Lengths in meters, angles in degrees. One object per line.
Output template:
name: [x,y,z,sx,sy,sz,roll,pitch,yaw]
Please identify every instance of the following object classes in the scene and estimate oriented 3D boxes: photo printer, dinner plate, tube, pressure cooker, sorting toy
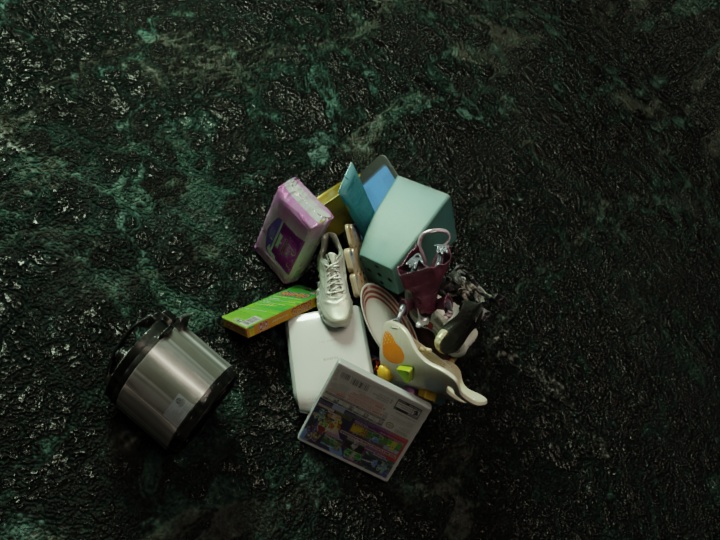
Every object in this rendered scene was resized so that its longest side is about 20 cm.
photo printer: [-0.059,0.179,1.307,0.161,0.070,0.205,-8,59,-4]
dinner plate: [0.058,0.120,1.367,0.200,0.024,0.203,44,26,-26]
tube: [0.000,-0.132,1.426,0.049,0.202,0.079,4,57,24]
pressure cooker: [-0.327,0.178,1.121,0.198,0.179,0.177,38,51,1]
sorting toy: [0.141,0.199,1.232,0.199,0.177,0.109,37,76,-40]

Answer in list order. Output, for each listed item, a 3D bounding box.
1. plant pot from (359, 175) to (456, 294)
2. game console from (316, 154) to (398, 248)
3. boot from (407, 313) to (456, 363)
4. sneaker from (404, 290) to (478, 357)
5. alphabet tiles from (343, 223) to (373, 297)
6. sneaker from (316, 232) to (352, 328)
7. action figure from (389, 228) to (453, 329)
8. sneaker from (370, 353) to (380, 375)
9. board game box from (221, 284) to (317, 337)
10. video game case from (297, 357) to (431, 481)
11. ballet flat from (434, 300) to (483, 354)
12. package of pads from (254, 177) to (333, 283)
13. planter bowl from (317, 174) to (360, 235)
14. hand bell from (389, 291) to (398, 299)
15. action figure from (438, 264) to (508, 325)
plant pot: [0.093,-0.065,1.429,0.139,0.143,0.202,23,63,29]
game console: [0.021,-0.152,1.580,0.173,0.117,0.203,-18,67,-36]
boot: [0.142,0.155,1.479,0.163,0.073,0.201,28,49,9]
sneaker: [0.177,0.093,1.453,0.098,0.078,0.201,-25,71,-44]
alphabet tiles: [0.000,0.000,1.430,0.200,0.014,0.202,-18,95,-78]
sneaker: [-0.056,0.017,1.322,0.073,0.082,0.205,-6,57,-6]
action figure: [0.123,0.038,1.352,0.129,0.204,0.152,0,44,7]
sneaker: [0.066,0.212,1.374,0.195,0.079,0.077,24,49,-12]
board game box: [-0.171,0.077,1.339,0.197,0.094,0.031,-27,117,-36]
video game case: [0.006,0.280,1.236,0.196,0.185,0.023,26,19,-8]
ballet flat: [0.192,0.116,1.351,0.056,0.068,0.199,20,26,24]
package of pads: [-0.141,-0.079,1.385,0.121,0.202,0.075,46,47,13]
planter bowl: [-0.063,-0.126,1.495,0.200,0.198,0.085,-45,108,-41]
hand bell: [0.077,0.050,1.508,0.102,0.104,0.204,29,62,-5]
action figure: [0.248,0.063,1.563,0.118,0.103,0.199,-40,38,-14]
